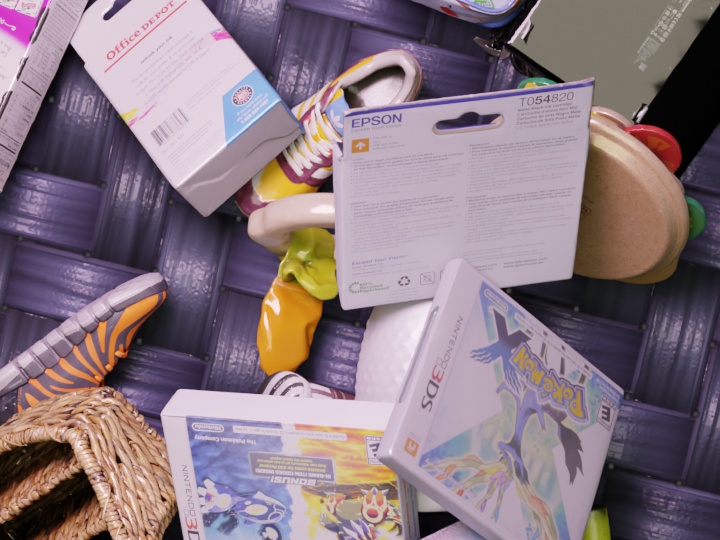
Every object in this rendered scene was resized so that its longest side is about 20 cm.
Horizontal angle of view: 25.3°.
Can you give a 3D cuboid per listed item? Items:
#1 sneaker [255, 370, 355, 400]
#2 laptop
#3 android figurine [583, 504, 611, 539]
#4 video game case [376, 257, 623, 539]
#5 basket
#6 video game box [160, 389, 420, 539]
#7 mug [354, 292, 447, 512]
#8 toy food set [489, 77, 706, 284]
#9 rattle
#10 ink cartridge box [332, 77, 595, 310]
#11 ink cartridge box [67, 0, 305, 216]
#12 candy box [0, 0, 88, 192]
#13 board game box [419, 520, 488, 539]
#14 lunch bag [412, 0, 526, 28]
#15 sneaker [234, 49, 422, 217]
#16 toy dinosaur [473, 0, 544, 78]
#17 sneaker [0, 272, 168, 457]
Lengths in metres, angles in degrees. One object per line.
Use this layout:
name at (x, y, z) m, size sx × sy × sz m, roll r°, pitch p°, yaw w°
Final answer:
sneaker at (-0.062, 0.181, 1.393) m, size 0.115 × 0.076 × 0.201 m, roll 12°, pitch 122°, yaw -36°
laptop at (0.247, -0.203, 1.346) m, size 0.199 × 0.116 × 0.188 m, roll 35°, pitch 91°, yaw -2°
android figurine at (0.184, 0.310, 1.403) m, size 0.180 × 0.041 × 0.202 m, roll -9°, pitch 91°, yaw 1°
video game case at (0.115, 0.119, 1.252) m, size 0.200 × 0.022 × 0.183 m, roll 38°, pitch 56°, yaw -25°
basket at (-0.262, 0.202, 1.312) m, size 0.199 × 0.149 × 0.143 m, roll -32°, pitch 106°, yaw 29°
video game box at (-0.052, 0.189, 1.289) m, size 0.198 × 0.047 × 0.184 m, roll 2°, pitch 119°, yaw 19°
mug at (0.088, 0.101, 1.359) m, size 0.198 × 0.147 × 0.177 m, roll -4°, pitch 91°, yaw -30°
toy food set at (0.188, -0.067, 1.331) m, size 0.199 × 0.198 × 0.049 m, roll 28°, pitch 58°, yaw 8°
rattle at (0.000, 0.000, 1.320) m, size 0.198 × 0.130 × 0.144 m, roll -4°, pitch 54°, yaw 29°
ink cartridge box at (0.077, -0.066, 1.241) m, size 0.198 × 0.041 × 0.201 m, roll -7°, pitch 133°, yaw -9°
ink cartridge box at (-0.152, -0.161, 1.363) m, size 0.115 × 0.068 × 0.200 m, roll -39°, pitch 64°, yaw 2°
candy box at (-0.330, -0.184, 1.362) m, size 0.135 × 0.061 × 0.201 m, roll 22°, pitch 84°, yaw 18°
board game box at (0.064, 0.293, 1.274) m, size 0.043 × 0.199 × 0.201 m, roll 32°, pitch 125°, yaw 37°
lunch bag at (0.090, -0.314, 1.320) m, size 0.159 × 0.076 × 0.202 m, roll 22°, pitch 91°, yaw 9°
sneaker at (-0.032, -0.120, 1.371) m, size 0.200 × 0.090 × 0.075 m, roll -43°, pitch 90°, yaw 2°
toy dinosaur at (0.170, -0.164, 1.370) m, size 0.200 × 0.102 × 0.136 m, roll -42°, pitch 108°, yaw -19°
sneaker at (-0.228, 0.092, 1.396) m, size 0.199 × 0.078 × 0.112 m, roll -35°, pitch 95°, yaw 13°
